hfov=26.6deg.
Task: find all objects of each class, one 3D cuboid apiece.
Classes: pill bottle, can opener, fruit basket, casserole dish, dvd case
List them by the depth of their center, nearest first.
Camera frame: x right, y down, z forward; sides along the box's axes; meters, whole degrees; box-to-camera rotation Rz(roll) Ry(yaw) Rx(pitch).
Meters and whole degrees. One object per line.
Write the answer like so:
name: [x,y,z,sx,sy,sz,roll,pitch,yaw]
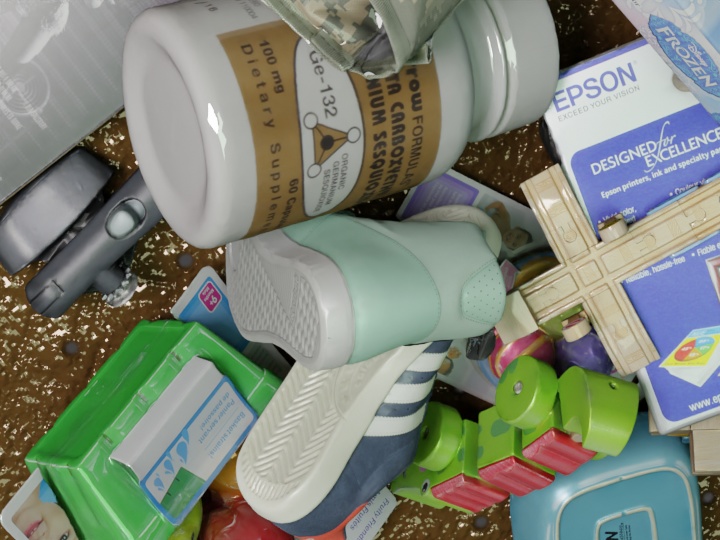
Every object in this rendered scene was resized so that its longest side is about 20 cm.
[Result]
pill bottle: [-0.006,-0.091,0.745,0.198,0.114,0.116,-18,113,-25]
dvd case: [-0.171,-0.142,0.786,0.199,0.016,0.149,-37,104,5]
can opener: [-0.107,-0.051,0.810,0.199,0.063,0.079,-39,110,6]
fruit basket: [-0.076,0.131,0.835,0.201,0.093,0.186,51,59,-20]
casserole dish: [0.158,0.177,0.931,0.119,0.039,0.202,-15,118,-9]

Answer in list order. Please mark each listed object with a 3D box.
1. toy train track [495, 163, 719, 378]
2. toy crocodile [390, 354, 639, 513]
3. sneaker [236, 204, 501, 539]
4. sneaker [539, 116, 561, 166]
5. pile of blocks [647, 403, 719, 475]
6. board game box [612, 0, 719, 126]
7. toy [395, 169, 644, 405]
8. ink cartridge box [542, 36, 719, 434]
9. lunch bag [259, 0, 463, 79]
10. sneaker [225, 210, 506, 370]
toy train track: [0.154,-0.017,0.771,0.198,0.033,0.116,-29,94,11]
toy crocodile: [0.084,0.099,0.848,0.067,0.062,0.199,24,145,-26]
sneaker: [0.015,0.058,0.822,0.201,0.075,0.085,-52,138,-10]
sneaker: [0.161,-0.103,0.829,0.114,0.076,0.203,2,111,-12]
pile of blocks: [0.241,0.109,0.895,0.197,0.082,0.063,7,75,-27]
board game box: [0.179,-0.190,0.684,0.199,0.043,0.201,42,72,-19]
toy: [0.097,0.032,0.881,0.198,0.047,0.116,26,105,-16]
ink cartridge box: [0.214,-0.041,0.797,0.195,0.047,0.202,-20,95,11]
lunch bag: [-0.002,-0.204,0.662,0.164,0.117,0.201,-50,118,-26]
sneaker: [0.000,0.000,0.784,0.117,0.200,0.075,-7,108,-21]
